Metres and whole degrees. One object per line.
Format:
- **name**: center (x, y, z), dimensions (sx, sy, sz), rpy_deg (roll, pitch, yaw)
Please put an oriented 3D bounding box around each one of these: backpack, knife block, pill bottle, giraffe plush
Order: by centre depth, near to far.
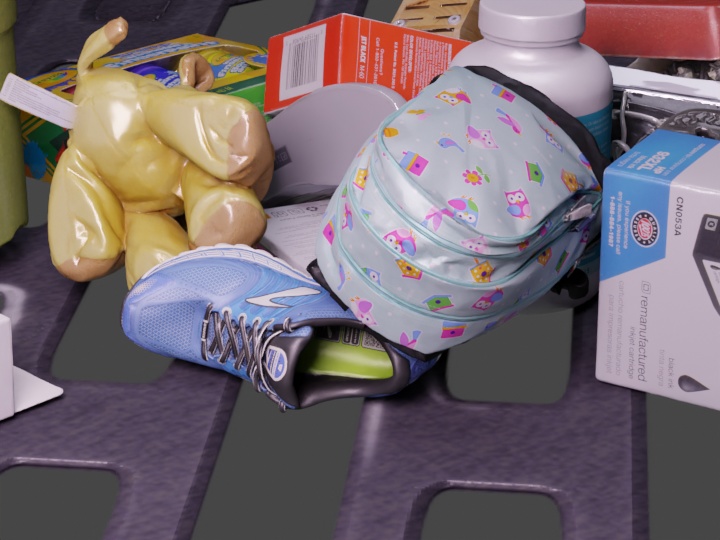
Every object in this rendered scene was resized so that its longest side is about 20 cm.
- **backpack**: center (0.056, -0.039, 1.511), dimensions (0.167, 0.127, 0.200), rpy_deg (33, 37, 14)
- **pill bottle**: center (0.110, -0.080, 1.657), dimensions (0.110, 0.201, 0.111), rpy_deg (1, 23, 0)
- **giraffe plush**: center (-0.127, -0.071, 1.693), dimensions (0.200, 0.173, 0.162), rpy_deg (42, 15, 15)
- **knife block**: center (0.100, -0.170, 1.986), dimensions (0.064, 0.176, 0.200), rpy_deg (-2, 39, 26)

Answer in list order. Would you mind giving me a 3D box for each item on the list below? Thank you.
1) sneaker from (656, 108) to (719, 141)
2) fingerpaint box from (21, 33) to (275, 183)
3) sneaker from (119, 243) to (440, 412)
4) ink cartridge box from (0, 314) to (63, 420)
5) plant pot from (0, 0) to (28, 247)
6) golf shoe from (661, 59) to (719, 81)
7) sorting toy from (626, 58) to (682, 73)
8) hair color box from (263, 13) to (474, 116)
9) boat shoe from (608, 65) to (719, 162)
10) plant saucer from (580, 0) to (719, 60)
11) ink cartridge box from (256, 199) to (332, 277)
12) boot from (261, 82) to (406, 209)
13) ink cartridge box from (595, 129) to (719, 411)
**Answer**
- **sneaker**: center (0.282, -0.030, 1.587), dimensions (0.199, 0.114, 0.076), rpy_deg (12, 49, 23)
- **fingerpaint box**: center (-0.141, -0.117, 1.889), dimensions (0.200, 0.074, 0.167), rpy_deg (-19, 24, -40)
- **sneaker**: center (-0.053, 0.036, 1.531), dimensions (0.199, 0.079, 0.089), rpy_deg (6, 20, 12)
- **ink cartridge box**: center (-0.286, 0.057, 1.485), dimensions (0.116, 0.068, 0.200), rpy_deg (21, 30, 40)
- **plant pot**: center (-0.304, -0.106, 1.700), dimensions (0.199, 0.191, 0.200), rpy_deg (-10, 20, 4)
- **golf shoe**: center (0.300, -0.101, 1.760), dimensions (0.200, 0.077, 0.088), rpy_deg (14, -2, 34)
- **sorting toy**: center (0.248, -0.131, 1.906), dimensions (0.179, 0.107, 0.200), rpy_deg (-11, 16, -15)
- **hair color box**: center (0.042, -0.132, 1.841), dimensions (0.199, 0.064, 0.111), rpy_deg (8, -9, -30)
- **boat shoe**: center (0.189, -0.089, 1.712), dimensions (0.199, 0.074, 0.068), rpy_deg (9, 58, 16)
- **plant saucer**: center (0.243, -0.191, 1.843), dimensions (0.199, 0.037, 0.200), rpy_deg (-18, 17, -42)
- **ink cartridge box**: center (0.000, 0.000, 1.676), dimensions (0.094, 0.037, 0.200), rpy_deg (-9, 22, -25)
- **boot**: center (-0.019, -0.089, 1.770), dimensions (0.200, 0.074, 0.095), rpy_deg (-16, 1, 41)
- **ink cartridge box**: center (0.249, 0.011, 1.512), dimensions (0.199, 0.146, 0.084), rpy_deg (13, 26, 28)
